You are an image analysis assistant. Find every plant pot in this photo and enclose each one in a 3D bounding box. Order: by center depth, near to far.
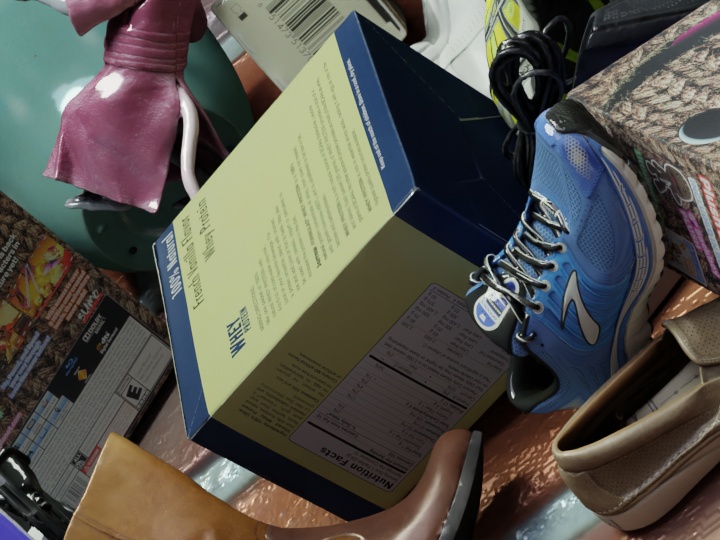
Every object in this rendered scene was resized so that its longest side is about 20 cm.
[{"bbox_3d":[-0.163,-0.091,1.680,0.201,0.201,0.161,-47,41,3],"label":"plant pot"}]

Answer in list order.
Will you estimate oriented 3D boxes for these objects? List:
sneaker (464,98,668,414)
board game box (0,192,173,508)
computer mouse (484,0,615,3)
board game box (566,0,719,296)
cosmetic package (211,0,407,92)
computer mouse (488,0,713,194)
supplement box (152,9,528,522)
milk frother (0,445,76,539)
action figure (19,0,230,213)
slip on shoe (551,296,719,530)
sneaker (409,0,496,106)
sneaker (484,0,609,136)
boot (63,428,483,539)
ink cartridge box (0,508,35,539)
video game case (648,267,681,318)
[{"bbox_3d":[0.101,0.003,1.238,0.089,0.200,0.079,-19,42,-14],"label":"sneaker"},{"bbox_3d":[-0.245,0.053,1.595,0.097,0.200,0.160,9,63,54],"label":"board game box"},{"bbox_3d":[0.135,-0.184,1.435,0.044,0.110,0.200,-24,35,-34],"label":"computer mouse"},{"bbox_3d":[0.228,-0.064,1.211,0.159,0.097,0.200,-34,29,-14],"label":"board game box"},{"bbox_3d":[-0.030,-0.171,1.608,0.087,0.103,0.200,-42,8,7],"label":"cosmetic package"},{"bbox_3d":[0.170,-0.113,1.327,0.200,0.139,0.053,-31,56,-8],"label":"computer mouse"},{"bbox_3d":[0.000,0.000,1.402,0.200,0.134,0.200,-48,30,21],"label":"supplement box"},{"bbox_3d":[-0.210,0.216,1.398,0.180,0.200,0.188,6,61,49],"label":"milk frother"},{"bbox_3d":[-0.135,-0.133,1.506,0.149,0.134,0.200,16,108,41],"label":"action figure"},{"bbox_3d":[0.180,0.044,1.231,0.200,0.061,0.076,-42,32,7],"label":"slip on shoe"},{"bbox_3d":[0.088,-0.146,1.553,0.099,0.078,0.200,-5,40,16],"label":"sneaker"},{"bbox_3d":[0.100,-0.162,1.392,0.075,0.200,0.076,-16,34,-32],"label":"sneaker"},{"bbox_3d":[-0.048,0.138,1.309,0.200,0.068,0.189,24,82,13],"label":"boot"},{"bbox_3d":[-0.188,0.252,1.301,0.200,0.198,0.043,-54,-7,26],"label":"ink cartridge box"},{"bbox_3d":[0.164,-0.070,1.410,0.200,0.022,0.182,-52,32,-5],"label":"video game case"}]
